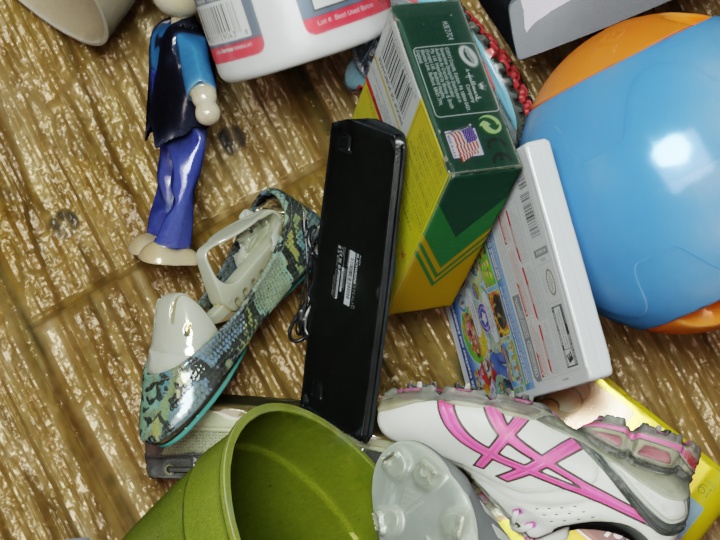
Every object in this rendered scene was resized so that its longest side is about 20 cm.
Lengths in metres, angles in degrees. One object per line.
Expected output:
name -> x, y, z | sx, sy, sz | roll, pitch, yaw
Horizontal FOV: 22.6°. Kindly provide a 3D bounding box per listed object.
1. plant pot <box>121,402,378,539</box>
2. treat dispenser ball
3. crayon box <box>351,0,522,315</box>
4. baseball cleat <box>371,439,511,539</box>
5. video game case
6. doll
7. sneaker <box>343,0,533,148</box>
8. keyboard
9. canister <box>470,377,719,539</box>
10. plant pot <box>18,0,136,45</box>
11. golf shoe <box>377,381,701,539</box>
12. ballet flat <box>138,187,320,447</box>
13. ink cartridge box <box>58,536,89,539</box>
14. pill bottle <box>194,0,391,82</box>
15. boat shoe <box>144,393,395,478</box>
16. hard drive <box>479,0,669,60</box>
plant pot -> -0.082, 0.213, 1.083 | 0.193, 0.200, 0.201 | -33, 81, 24
treat dispenser ball -> 0.197, -0.060, 1.122 | 0.200, 0.201, 0.201 | -1, 84, 6
crayon box -> 0.035, -0.060, 1.143 | 0.051, 0.200, 0.127 | -8, 62, -19
baseball cleat -> 0.078, 0.192, 1.080 | 0.070, 0.106, 0.200 | -37, 68, 18
video game case -> 0.093, 0.010, 1.129 | 0.018, 0.200, 0.144 | -13, 84, -18
doll -> -0.121, -0.106, 1.200 | 0.048, 0.136, 0.201 | 2, 97, -19
sneaker -> 0.037, -0.145, 1.221 | 0.096, 0.079, 0.200 | -43, 74, 12
keyboard -> 0.000, 0.000, 1.142 | 0.040, 0.104, 0.200 | -3, 109, -35
canister -> 0.129, 0.175, 1.164 | 0.148, 0.087, 0.200 | 38, 88, 10
plant pot -> -0.173, -0.288, 1.211 | 0.187, 0.187, 0.200 | 39, 75, 8
golf shoe -> 0.101, 0.123, 1.096 | 0.200, 0.073, 0.092 | 14, 82, 11
ballet flat -> -0.097, 0.023, 1.180 | 0.074, 0.074, 0.200 | 31, 59, 8
ink cartridge box -> -0.251, 0.277, 1.162 | 0.144, 0.145, 0.201 | -7, 84, 5
pill bottle -> -0.062, -0.230, 1.132 | 0.119, 0.120, 0.200 | -17, 100, 4
boat shoe -> -0.048, 0.122, 1.199 | 0.200, 0.072, 0.066 | 6, 98, 10
hard drive -> 0.176, -0.210, 1.176 | 0.200, 0.135, 0.042 | -23, 118, 3
